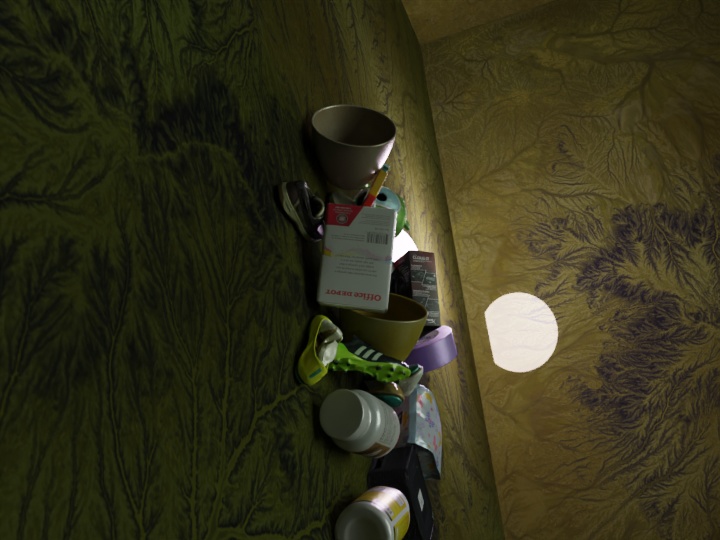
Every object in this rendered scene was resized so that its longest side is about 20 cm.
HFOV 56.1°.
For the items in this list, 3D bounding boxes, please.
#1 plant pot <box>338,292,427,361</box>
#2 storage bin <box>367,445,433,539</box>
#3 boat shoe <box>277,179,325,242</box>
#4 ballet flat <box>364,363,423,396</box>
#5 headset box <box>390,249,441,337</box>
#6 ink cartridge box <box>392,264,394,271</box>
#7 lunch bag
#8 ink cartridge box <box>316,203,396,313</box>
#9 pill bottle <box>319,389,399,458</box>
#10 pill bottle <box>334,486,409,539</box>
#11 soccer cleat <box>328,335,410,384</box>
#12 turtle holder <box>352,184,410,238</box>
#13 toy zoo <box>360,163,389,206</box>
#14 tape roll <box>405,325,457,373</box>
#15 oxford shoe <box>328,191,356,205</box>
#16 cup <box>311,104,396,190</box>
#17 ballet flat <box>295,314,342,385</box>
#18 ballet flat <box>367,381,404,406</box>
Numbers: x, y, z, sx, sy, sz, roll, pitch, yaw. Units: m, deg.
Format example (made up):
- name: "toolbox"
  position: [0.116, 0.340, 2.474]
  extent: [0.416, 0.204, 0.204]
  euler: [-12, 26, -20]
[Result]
- name: "plant pot"
  position: [0.040, 0.143, 1.481]
  extent: [0.200, 0.196, 0.145]
  euler: [-44, 144, -72]
- name: "storage bin"
  position: [0.094, 0.514, 1.513]
  extent: [0.135, 0.092, 0.204]
  euler: [-48, 124, -71]
- name: "boat shoe"
  position: [-0.101, -0.116, 1.352]
  extent: [0.200, 0.064, 0.075]
  euler: [46, 33, -63]
- name: "ballet flat"
  position: [0.084, 0.252, 1.516]
  extent: [0.068, 0.199, 0.071]
  euler: [9, 74, -34]
- name: "headset box"
  position: [0.121, 0.054, 1.630]
  extent: [0.149, 0.076, 0.204]
  euler: [139, -47, -60]
- name: "ink cartridge box"
  position: [0.000, 0.000, 1.528]
  extent: [0.200, 0.114, 0.069]
  euler: [-38, 113, -72]
- name: "lunch bag"
  position: [0.138, 0.406, 1.699]
  extent: [0.202, 0.124, 0.172]
  euler: [74, 15, -48]
- name: "ink cartridge box"
  position: [-0.007, -0.024, 1.367]
  extent: [0.086, 0.144, 0.205]
  euler: [84, 13, -82]
- name: "pill bottle"
  position: [-0.002, 0.293, 1.303]
  extent: [0.200, 0.112, 0.117]
  euler: [46, 34, -61]
- name: "pill bottle"
  position: [0.031, 0.478, 1.284]
  extent: [0.200, 0.110, 0.115]
  euler: [17, 61, -72]
- name: "soccer cleat"
  position: [0.014, 0.176, 1.370]
  extent: [0.196, 0.068, 0.082]
  euler: [15, 42, -22]
- name: "turtle holder"
  position: [0.044, -0.168, 1.773]
  extent: [0.131, 0.139, 0.190]
  euler: [27, 60, -48]
- name: "toy zoo"
  position: [0.017, -0.161, 1.595]
  extent: [0.203, 0.020, 0.131]
  euler: [-64, -175, -4]
- name: "tape roll"
  position: [0.144, 0.205, 1.726]
  extent: [0.200, 0.196, 0.067]
  euler: [-37, 112, -73]
- name: "oxford shoe"
  position: [-0.049, -0.131, 1.577]
  extent: [0.058, 0.074, 0.201]
  euler: [-61, -168, 25]
- name: "cup"
  position: [-0.022, -0.276, 1.579]
  extent: [0.202, 0.196, 0.145]
  euler: [-81, 180, -52]
- name: "ballet flat"
  position: [-0.067, 0.139, 1.262]
  extent: [0.067, 0.066, 0.201]
  euler: [51, 25, -17]
- name: "ballet flat"
  position: [0.047, 0.263, 1.452]
  extent: [0.200, 0.068, 0.064]
  euler: [130, -20, -62]
